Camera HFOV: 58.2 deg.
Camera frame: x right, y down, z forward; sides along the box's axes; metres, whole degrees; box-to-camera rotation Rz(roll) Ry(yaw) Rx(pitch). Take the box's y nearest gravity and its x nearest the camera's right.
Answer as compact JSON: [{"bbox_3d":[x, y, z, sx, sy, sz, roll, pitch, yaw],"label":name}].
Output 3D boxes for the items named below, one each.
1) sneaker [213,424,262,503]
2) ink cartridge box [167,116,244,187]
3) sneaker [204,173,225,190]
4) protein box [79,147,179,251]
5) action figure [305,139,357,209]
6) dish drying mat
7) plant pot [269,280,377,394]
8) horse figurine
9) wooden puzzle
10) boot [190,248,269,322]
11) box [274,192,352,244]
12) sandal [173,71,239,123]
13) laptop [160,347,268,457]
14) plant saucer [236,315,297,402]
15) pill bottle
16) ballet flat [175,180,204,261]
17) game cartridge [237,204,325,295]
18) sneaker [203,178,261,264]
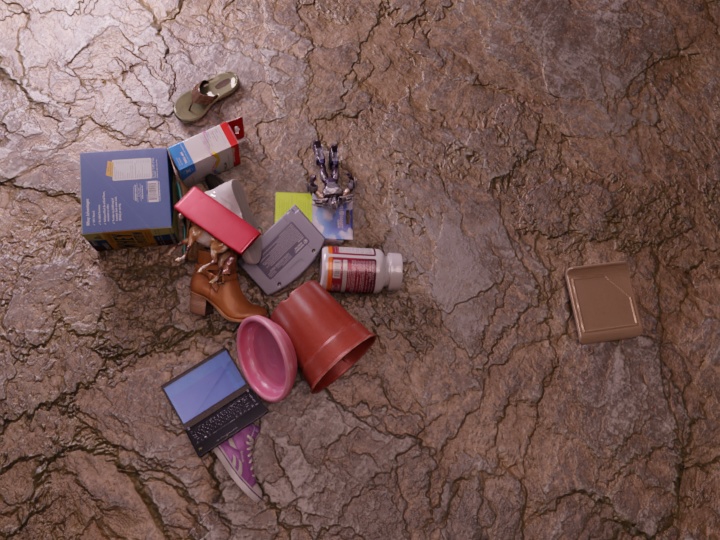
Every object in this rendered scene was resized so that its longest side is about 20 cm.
[{"bbox_3d":[-0.258,0.415,1.466,0.114,0.073,0.202,-34,83,-18],"label":"sneaker"},{"bbox_3d":[-0.366,-0.292,1.605,0.198,0.116,0.068,-28,80,-14],"label":"ink cartridge box"},{"bbox_3d":[-0.341,-0.147,1.598,0.090,0.076,0.202,-31,78,-5],"label":"sneaker"},{"bbox_3d":[-0.545,-0.168,1.536,0.196,0.135,0.202,-5,77,-10],"label":"protein box"},{"bbox_3d":[-0.078,-0.232,1.624,0.128,0.070,0.203,-1,57,-16],"label":"action figure"},{"bbox_3d":[-0.326,-0.113,1.475,0.198,0.018,0.077,34,65,11],"label":"dish drying mat"},{"bbox_3d":[-0.097,0.144,1.505,0.200,0.201,0.196,-37,76,-15],"label":"plant pot"},{"bbox_3d":[-0.353,-0.056,1.484,0.198,0.050,0.134,30,75,15],"label":"horse figurine"},{"bbox_3d":[0.638,0.084,1.706,0.181,0.037,0.204,-6,81,-10],"label":"wooden puzzle"},{"bbox_3d":[-0.305,0.036,1.535,0.196,0.077,0.158,10,95,7],"label":"boot"},{"bbox_3d":[-0.119,-0.130,1.636,0.196,0.048,0.124,1,76,-8],"label":"box"},{"bbox_3d":[-0.402,-0.460,1.673,0.201,0.057,0.080,-42,85,-16],"label":"sandal"},{"bbox_3d":[-0.331,0.290,1.458,0.176,0.199,0.105,-31,116,-18],"label":"laptop"},{"bbox_3d":[-0.209,0.197,1.477,0.050,0.200,0.203,-19,77,-42],"label":"plant saucer"},{"bbox_3d":[0.000,0.000,1.589,0.196,0.110,0.112,3,75,-8],"label":"pill bottle"},{"bbox_3d":[-0.407,-0.122,1.585,0.071,0.068,0.204,-5,78,-20],"label":"ballet flat"},{"bbox_3d":[-0.186,-0.043,1.576,0.200,0.041,0.133,-43,90,3],"label":"game cartridge"},{"bbox_3d":[-0.312,-0.102,1.539,0.114,0.074,0.203,-16,92,21],"label":"sneaker"}]
